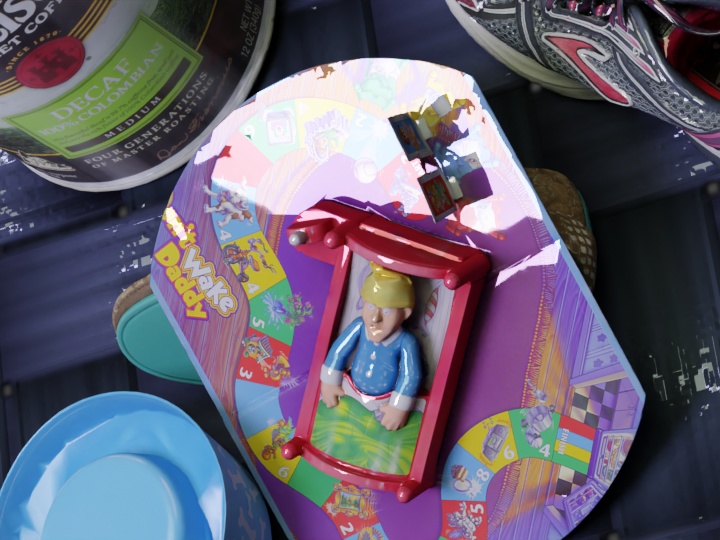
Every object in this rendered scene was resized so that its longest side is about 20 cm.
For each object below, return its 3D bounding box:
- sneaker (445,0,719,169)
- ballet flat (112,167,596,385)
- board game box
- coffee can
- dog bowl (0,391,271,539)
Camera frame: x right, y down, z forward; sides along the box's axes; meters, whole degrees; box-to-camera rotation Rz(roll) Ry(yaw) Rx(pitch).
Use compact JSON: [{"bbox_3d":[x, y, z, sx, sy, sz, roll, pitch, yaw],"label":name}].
[{"bbox_3d":[0.107,-0.100,1.099,0.200,0.075,0.081,29,86,32],"label":"sneaker"},{"bbox_3d":[0.000,0.000,1.132,0.199,0.071,0.065,-7,42,22],"label":"ballet flat"},{"bbox_3d":[0.003,0.026,1.070,0.158,0.039,0.201,-29,89,25],"label":"board game box"},{"bbox_3d":[-0.143,-0.131,1.158,0.146,0.200,0.147,-9,70,25],"label":"coffee can"},{"bbox_3d":[-0.094,0.149,1.113,0.111,0.050,0.201,6,78,34],"label":"dog bowl"}]
